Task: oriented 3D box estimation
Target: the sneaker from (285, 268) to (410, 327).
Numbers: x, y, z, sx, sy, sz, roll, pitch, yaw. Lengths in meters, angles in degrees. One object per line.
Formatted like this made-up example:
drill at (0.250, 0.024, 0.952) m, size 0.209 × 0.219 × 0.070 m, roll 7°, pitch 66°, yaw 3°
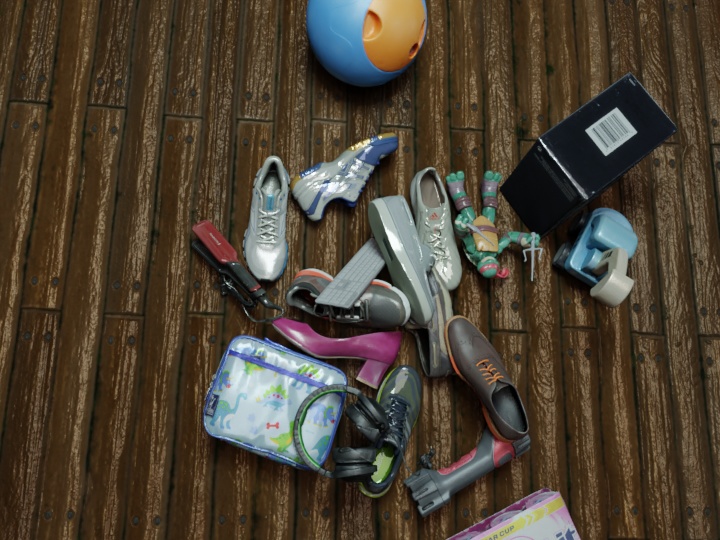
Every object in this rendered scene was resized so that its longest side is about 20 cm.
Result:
sneaker at (-0.024, 0.057, 1.016) m, size 0.196 × 0.082 × 0.079 m, roll 10°, pitch 115°, yaw 19°

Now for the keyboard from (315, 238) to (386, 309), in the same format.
keyboard at (0.000, 0.000, 1.029) m, size 0.055 × 0.011 × 0.200 m, roll 13°, pitch 34°, yaw 21°

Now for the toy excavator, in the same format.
toy excavator at (0.380, -0.022, 1.052) m, size 0.099 × 0.200 × 0.197 m, roll 30°, pitch 74°, yaw 2°

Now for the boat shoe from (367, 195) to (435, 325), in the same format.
boat shoe at (0.078, -0.022, 1.019) m, size 0.070 × 0.070 × 0.204 m, roll -19°, pitch 81°, yaw -19°

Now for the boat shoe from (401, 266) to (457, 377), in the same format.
boat shoe at (0.102, 0.071, 1.054) m, size 0.072 × 0.074 × 0.203 m, roll -16°, pitch 78°, yaw -23°

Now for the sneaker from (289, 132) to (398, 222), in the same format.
sneaker at (-0.016, -0.152, 1.109) m, size 0.198 × 0.075 × 0.089 m, roll -30°, pitch 93°, yaw -7°

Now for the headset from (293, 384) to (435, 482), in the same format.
headset at (0.003, 0.232, 0.924) m, size 0.196 × 0.094 × 0.126 m, roll 19°, pitch 77°, yaw 4°

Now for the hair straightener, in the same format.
hair straightener at (-0.191, 0.011, 1.041) m, size 0.199 × 0.078 × 0.041 m, roll 41°, pitch 50°, yaw 18°

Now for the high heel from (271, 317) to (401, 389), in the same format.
high heel at (-0.034, 0.096, 1.035) m, size 0.197 × 0.067 × 0.097 m, roll 28°, pitch 83°, yaw -4°

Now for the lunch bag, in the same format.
lunch bag at (-0.125, 0.192, 0.999) m, size 0.197 × 0.083 × 0.163 m, roll 22°, pitch 72°, yaw -3°

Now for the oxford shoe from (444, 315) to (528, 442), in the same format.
oxford shoe at (0.190, 0.152, 0.989) m, size 0.070 × 0.073 × 0.202 m, roll -28°, pitch 78°, yaw -13°

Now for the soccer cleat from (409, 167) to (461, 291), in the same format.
soccer cleat at (0.120, -0.067, 1.093) m, size 0.068 × 0.078 × 0.204 m, roll -11°, pitch 78°, yaw -10°

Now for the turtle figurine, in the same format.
turtle figurine at (0.201, -0.064, 1.091) m, size 0.147 × 0.101 × 0.204 m, roll 7°, pitch 58°, yaw -28°

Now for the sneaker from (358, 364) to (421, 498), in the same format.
sneaker at (0.050, 0.239, 1.008) m, size 0.072 × 0.081 × 0.204 m, roll 17°, pitch 75°, yaw -3°

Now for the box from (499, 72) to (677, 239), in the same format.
box at (0.355, -0.176, 1.087) m, size 0.198 × 0.199 × 0.124 m, roll -35°, pitch 80°, yaw -14°

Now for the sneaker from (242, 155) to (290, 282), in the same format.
sneaker at (-0.147, -0.085, 1.060) m, size 0.073 × 0.087 × 0.205 m, roll 2°, pitch 77°, yaw -8°

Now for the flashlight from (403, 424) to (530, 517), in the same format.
flashlight at (0.160, 0.288, 1.023) m, size 0.197 × 0.068 × 0.069 m, roll -27°, pitch 85°, yaw -8°

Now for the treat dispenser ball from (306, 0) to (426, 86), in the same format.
treat dispenser ball at (0.010, -0.404, 1.098) m, size 0.196 × 0.201 × 0.205 m, roll 2°, pitch 76°, yaw -7°

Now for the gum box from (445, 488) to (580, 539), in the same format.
gum box at (0.232, 0.417, 0.995) m, size 0.197 × 0.066 × 0.115 m, roll -22°, pitch 82°, yaw -12°
